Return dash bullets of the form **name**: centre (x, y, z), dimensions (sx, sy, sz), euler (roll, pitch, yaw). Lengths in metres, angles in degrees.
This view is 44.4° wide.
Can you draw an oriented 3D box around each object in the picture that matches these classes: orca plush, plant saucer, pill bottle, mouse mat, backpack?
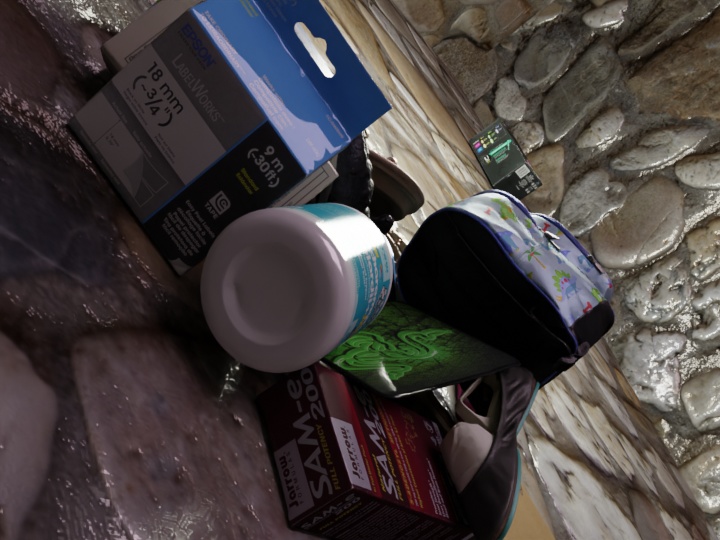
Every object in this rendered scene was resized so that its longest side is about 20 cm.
- **orca plush**: centre (-0.003, -0.062, 0.828), dimensions (0.069, 0.204, 0.106), euler (7, 20, -13)
- **plant saucer**: centre (-0.025, -0.102, 0.956), dimensions (0.197, 0.030, 0.200), euler (24, -10, 4)
- **pill bottle**: centre (-0.037, 0.005, 0.680), dimensions (0.112, 0.110, 0.200), euler (56, 15, 3)
- **mouse mat**: centre (0.031, 0.063, 0.774), dimensions (0.159, 0.008, 0.198), euler (26, 21, 37)
- **backpack**: centre (0.144, 0.022, 0.913), dimensions (0.146, 0.183, 0.201), euler (-29, 75, -43)

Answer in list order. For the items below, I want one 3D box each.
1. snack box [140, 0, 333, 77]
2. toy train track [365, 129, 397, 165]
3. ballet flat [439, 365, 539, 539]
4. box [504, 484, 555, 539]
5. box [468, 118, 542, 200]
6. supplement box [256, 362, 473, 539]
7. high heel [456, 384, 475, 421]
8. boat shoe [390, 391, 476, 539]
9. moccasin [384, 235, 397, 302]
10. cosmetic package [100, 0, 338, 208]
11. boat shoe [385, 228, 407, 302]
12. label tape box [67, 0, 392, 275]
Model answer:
- **snack box**: centre (-0.114, -0.189, 0.848), dimensions (0.202, 0.141, 0.053), euler (56, 18, 0)
- **toy train track**: centre (-0.007, -0.179, 1.082), dimensions (0.202, 0.032, 0.114), euler (60, 25, 9)
- **ballet flat**: centre (0.106, 0.147, 0.761), dimensions (0.068, 0.069, 0.201), euler (30, 33, 0)
- **box**: centre (0.166, 0.286, 0.943), dimensions (0.202, 0.021, 0.163), euler (59, 22, 5)
- **box**: centre (0.440, -0.329, 2.686), dimensions (0.148, 0.123, 0.202), euler (37, 24, -49)
- **supplement box**: centre (0.010, 0.157, 0.699), dimensions (0.199, 0.060, 0.110), euler (34, 28, -50)
- **high heel**: centre (0.153, 0.166, 1.128), dimensions (0.200, 0.066, 0.099), euler (12, 75, -72)
- **boat shoe**: centre (0.073, 0.169, 0.831), dimensions (0.068, 0.071, 0.203), euler (18, 42, -62)
- **moccasin**: centre (0.000, 0.000, 0.925), dimensions (0.068, 0.080, 0.202), euler (41, 22, -45)
- **cosmetic package**: centre (-0.120, -0.129, 0.757), dimensions (0.202, 0.103, 0.087), euler (55, -11, -9)
- **boat shoe**: centre (0.043, 0.042, 1.001), dimensions (0.071, 0.068, 0.203), euler (-12, 68, -40)
- **label tape box**: centre (-0.098, -0.116, 0.656), dimensions (0.145, 0.199, 0.063), euler (53, 19, -6)
